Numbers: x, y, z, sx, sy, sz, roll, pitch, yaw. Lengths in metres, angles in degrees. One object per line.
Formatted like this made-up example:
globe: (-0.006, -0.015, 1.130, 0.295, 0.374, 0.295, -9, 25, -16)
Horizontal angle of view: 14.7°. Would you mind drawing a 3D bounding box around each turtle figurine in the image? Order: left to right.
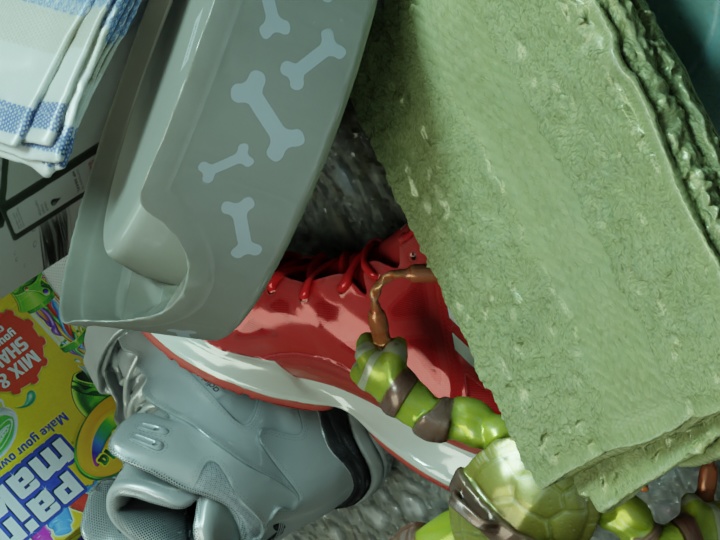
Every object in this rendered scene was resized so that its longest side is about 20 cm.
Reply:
turtle figurine: (0.066, 0.098, 1.051, 0.200, 0.064, 0.161, 28, 119, -7)

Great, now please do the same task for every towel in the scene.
towel: (-0.125, -0.141, 1.047, 0.147, 0.200, 0.024, 18, 169, 33)
towel: (0.073, -0.022, 0.958, 0.148, 0.036, 0.200, -34, 82, 50)

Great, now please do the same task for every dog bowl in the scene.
dog bowl: (-0.049, -0.066, 1.013, 0.059, 0.200, 0.200, 19, 139, -12)

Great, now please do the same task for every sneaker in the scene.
sneaker: (-0.090, 0.047, 1.178, 0.200, 0.115, 0.075, 40, 137, 15)
sneaker: (0.000, 0.000, 1.108, 0.200, 0.078, 0.116, 23, 124, 14)

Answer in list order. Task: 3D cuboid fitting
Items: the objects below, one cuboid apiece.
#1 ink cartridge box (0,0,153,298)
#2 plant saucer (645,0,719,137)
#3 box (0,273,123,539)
ink cartridge box: (-0.179, -0.052, 1.127, 0.146, 0.200, 0.084, 15, 126, 34)
plant saucer: (0.088, -0.114, 0.956, 0.201, 0.039, 0.201, 24, 131, 30)
box: (-0.221, 0.082, 1.246, 0.193, 0.200, 0.122, 47, 151, 6)
